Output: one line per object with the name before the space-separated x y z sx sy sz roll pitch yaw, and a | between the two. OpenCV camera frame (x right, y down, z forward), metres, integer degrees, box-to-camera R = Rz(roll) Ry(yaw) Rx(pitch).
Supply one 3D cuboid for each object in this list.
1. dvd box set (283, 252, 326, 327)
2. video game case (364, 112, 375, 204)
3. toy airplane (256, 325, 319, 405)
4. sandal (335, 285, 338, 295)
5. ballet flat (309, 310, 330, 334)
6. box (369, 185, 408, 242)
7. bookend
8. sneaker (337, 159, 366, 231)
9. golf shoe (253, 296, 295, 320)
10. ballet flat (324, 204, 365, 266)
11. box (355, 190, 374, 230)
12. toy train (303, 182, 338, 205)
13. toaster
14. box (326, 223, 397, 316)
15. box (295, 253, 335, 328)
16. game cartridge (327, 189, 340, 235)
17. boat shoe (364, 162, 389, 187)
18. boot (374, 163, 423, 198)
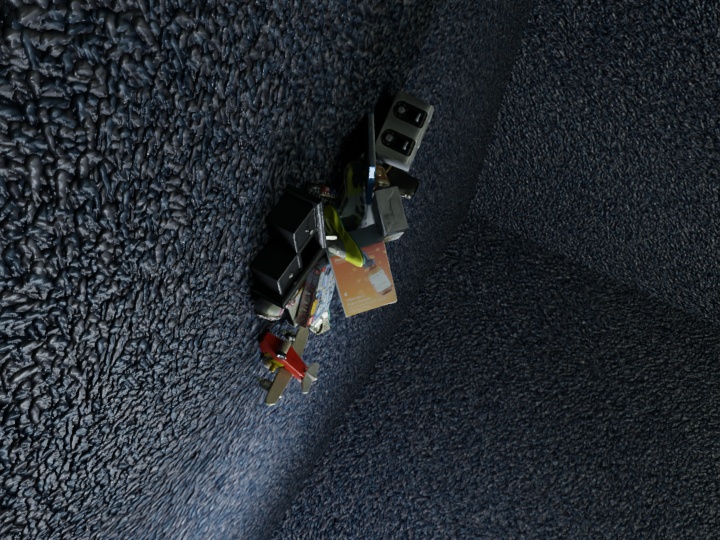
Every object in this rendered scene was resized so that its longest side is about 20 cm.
dvd box set | -0.155 0.053 1.692 0.201 0.029 0.147 -57 164 -21
video game case | 0.024 -0.296 1.541 0.144 0.018 0.201 96 -6 -55
toy airplane | -0.211 0.260 1.643 0.200 0.140 0.201 -7 92 -57
sandal | -0.023 -0.013 1.765 0.075 0.045 0.201 88 27 -67
ballet flat | -0.137 0.165 1.910 0.075 0.068 0.200 -41 161 -19
box | 0.072 -0.144 1.549 0.200 0.060 0.117 122 -47 -83
bookend | -0.168 -0.052 1.330 0.199 0.092 0.200 -56 163 -26
sneaker | -0.021 -0.203 1.563 0.085 0.074 0.201 -102 -159 -63
golf shoe | -0.208 0.059 1.445 0.200 0.072 0.093 -54 160 -70
ballet flat | -0.060 -0.081 1.463 0.067 0.201 0.067 -17 149 -21
box | 0.013 -0.151 1.693 0.200 0.041 0.157 -11 112 -68
toy train | -0.098 -0.194 1.459 0.200 0.034 0.046 -6 111 -74
toaster | 0.116 -0.386 1.653 0.200 0.118 0.182 -38 152 -87
box | 0.000 0.000 1.582 0.107 0.151 0.201 -112 -174 -57
box | -0.118 0.052 1.676 0.137 0.040 0.201 -38 149 -57
game cartridge | -0.046 -0.183 1.662 0.201 0.040 0.134 -58 161 -21
boat shoe | 0.048 -0.282 1.714 0.200 0.075 0.074 -84 170 -81
boot | 0.099 -0.238 1.871 0.201 0.138 0.077 -62 166 -3
